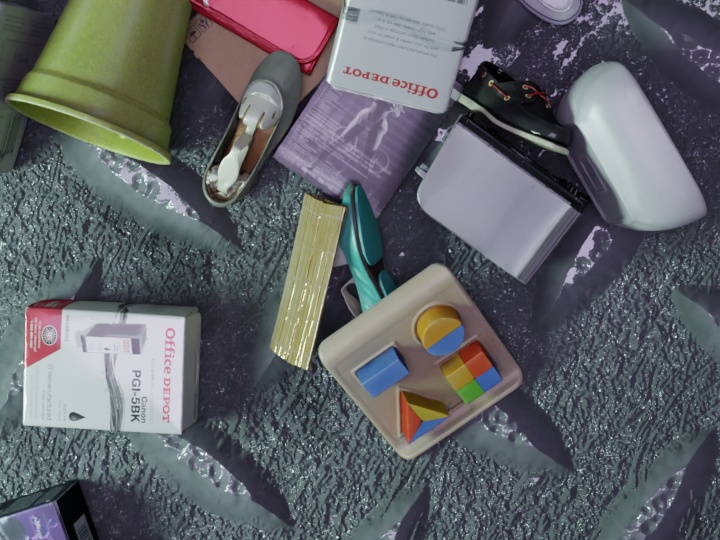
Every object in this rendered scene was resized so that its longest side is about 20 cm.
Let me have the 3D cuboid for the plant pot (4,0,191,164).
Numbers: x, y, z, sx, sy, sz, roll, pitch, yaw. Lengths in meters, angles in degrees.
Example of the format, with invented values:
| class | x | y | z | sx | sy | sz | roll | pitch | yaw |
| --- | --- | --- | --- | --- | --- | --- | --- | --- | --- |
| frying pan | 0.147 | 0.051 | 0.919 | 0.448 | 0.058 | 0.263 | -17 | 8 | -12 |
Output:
| class | x | y | z | sx | sy | sz | roll | pitch | yaw |
| --- | --- | --- | --- | --- | --- | --- | --- | --- | --- |
| plant pot | -0.284 | -0.245 | 1.486 | 0.198 | 0.200 | 0.186 | 18 | 84 | 2 |

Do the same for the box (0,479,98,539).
| class | x | y | z | sx | sy | sz | roll | pitch | yaw |
| --- | --- | --- | --- | --- | --- | --- | --- | --- | --- |
| box | -0.425 | 0.364 | 1.578 | 0.198 | 0.104 | 0.149 | -19 | 94 | 5 |

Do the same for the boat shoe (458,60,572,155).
| class | x | y | z | sx | sy | sz | roll | pitch | yaw |
| --- | --- | --- | --- | --- | --- | --- | --- | --- | --- |
| boat shoe | 0.179 | -0.185 | 1.451 | 0.073 | 0.201 | 0.064 | 21 | 104 | -31 |

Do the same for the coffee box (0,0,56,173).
| class | x | y | z | sx | sy | sz | roll | pitch | yaw |
| --- | --- | --- | --- | --- | --- | --- | --- | --- | --- |
| coffee box | -0.496 | -0.234 | 1.481 | 0.196 | 0.200 | 0.202 | 18 | 96 | 2 |

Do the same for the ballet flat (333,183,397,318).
| class | x | y | z | sx | sy | sz | roll | pitch | yaw |
| --- | --- | --- | --- | --- | --- | --- | --- | --- | --- |
| ballet flat | 0.000 | 0.000 | 1.533 | 0.070 | 0.067 | 0.202 | -17 | 99 | 23 |

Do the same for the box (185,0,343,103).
| class | x | y | z | sx | sy | sz | roll | pitch | yaw |
| --- | --- | --- | --- | --- | --- | --- | --- | --- | --- |
| box | -0.094 | -0.290 | 1.539 | 0.200 | 0.021 | 0.164 | -42 | 91 | 6 |

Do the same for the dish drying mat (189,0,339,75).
| class | x | y | z | sx | sy | sz | roll | pitch | yaw |
| --- | --- | --- | --- | --- | --- | --- | --- | --- | --- |
| dish drying mat | -0.128 | -0.312 | 1.519 | 0.199 | 0.018 | 0.077 | 30 | 95 | 1 |

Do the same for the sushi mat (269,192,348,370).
| class | x | y | z | sx | sy | sz | roll | pitch | yaw |
| --- | --- | --- | --- | --- | --- | --- | --- | --- | --- |
| sushi mat | -0.063 | 0.012 | 1.531 | 0.012 | 0.095 | 0.202 | 7 | 101 | -36 |

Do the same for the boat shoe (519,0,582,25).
| class | x | y | z | sx | sy | sz | roll | pitch | yaw |
| --- | --- | --- | --- | --- | --- | --- | --- | --- | --- |
| boat shoe | 0.188 | -0.372 | 1.491 | 0.073 | 0.067 | 0.201 | -37 | 92 | 6 |

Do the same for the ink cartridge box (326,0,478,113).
| class | x | y | z | sx | sy | sz | roll | pitch | yaw |
| --- | --- | --- | --- | --- | --- | --- | --- | --- | --- |
| ink cartridge box | 0.053 | -0.295 | 1.443 | 0.144 | 0.085 | 0.202 | 14 | 115 | -6 |

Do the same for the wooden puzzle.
| class | x | y | z | sx | sy | sz | roll | pitch | yaw |
| --- | --- | --- | --- | --- | --- | --- | --- | --- | --- |
| wooden puzzle | 0.076 | 0.117 | 1.519 | 0.184 | 0.046 | 0.201 | -34 | 118 | 6 |

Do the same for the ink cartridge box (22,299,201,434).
| class | x | y | z | sx | sy | sz | roll | pitch | yaw |
| --- | --- | --- | --- | --- | --- | --- | --- | --- | --- |
| ink cartridge box | -0.299 | 0.115 | 1.558 | 0.197 | 0.083 | 0.149 | 2 | 94 | 4 |

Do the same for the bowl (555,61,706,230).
| class | x | y | z | sx | sy | sz | roll | pitch | yaw |
| --- | --- | --- | --- | --- | --- | --- | --- | --- | --- |
| bowl | 0.287 | -0.127 | 1.436 | 0.074 | 0.200 | 0.201 | -30 | 94 | -2 |

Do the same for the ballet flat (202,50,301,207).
| class | x | y | z | sx | sy | sz | roll | pitch | yaw |
| --- | --- | --- | --- | --- | --- | --- | --- | --- | --- |
| ballet flat | -0.127 | -0.161 | 1.513 | 0.067 | 0.064 | 0.201 | 29 | 109 | 4 |

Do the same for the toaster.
| class | x | y | z | sx | sy | sz | roll | pitch | yaw |
| --- | --- | --- | --- | --- | --- | --- | --- | --- | --- |
| toaster | 0.162 | -0.083 | 1.465 | 0.199 | 0.181 | 0.119 | 35 | 100 | 1 |

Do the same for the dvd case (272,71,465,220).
| class | x | y | z | sx | sy | sz | roll | pitch | yaw |
| --- | --- | --- | --- | --- | --- | --- | --- | --- | --- |
| dvd case | 0.010 | -0.178 | 1.536 | 0.148 | 0.016 | 0.201 | 33 | 97 | -9 |
